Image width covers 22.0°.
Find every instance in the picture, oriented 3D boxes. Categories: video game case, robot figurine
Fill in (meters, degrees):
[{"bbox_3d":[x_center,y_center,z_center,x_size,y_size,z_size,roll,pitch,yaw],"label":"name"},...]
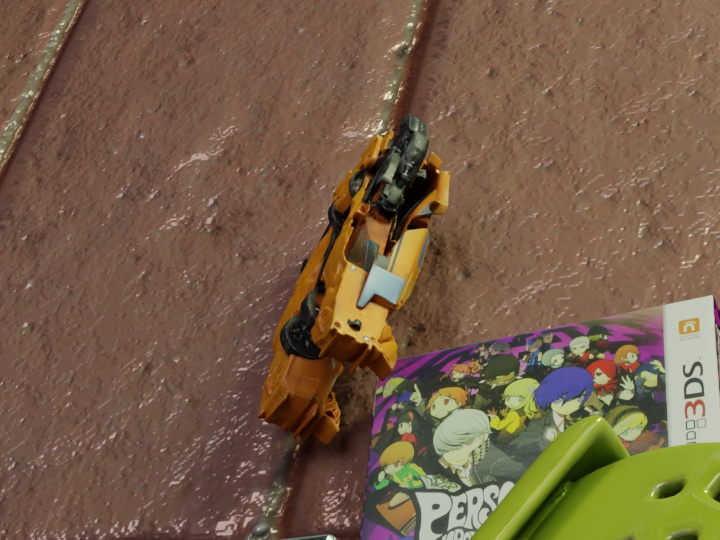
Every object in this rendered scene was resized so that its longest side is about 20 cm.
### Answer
[{"bbox_3d":[0.098,0.105,0.980,0.199,0.036,0.182,-12,42,19],"label":"video game case"},{"bbox_3d":[0.000,0.000,1.098,0.145,0.058,0.200,-50,14,44],"label":"robot figurine"}]

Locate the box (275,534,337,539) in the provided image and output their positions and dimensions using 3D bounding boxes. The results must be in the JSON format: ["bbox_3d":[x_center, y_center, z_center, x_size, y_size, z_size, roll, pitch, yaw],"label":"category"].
[{"bbox_3d":[-0.095,0.246,0.874,0.199,0.123,0.199,-8,45,19],"label":"box"}]

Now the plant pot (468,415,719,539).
[{"bbox_3d":[0.126,0.187,0.764,0.181,0.200,0.199,15,56,48],"label":"plant pot"}]
